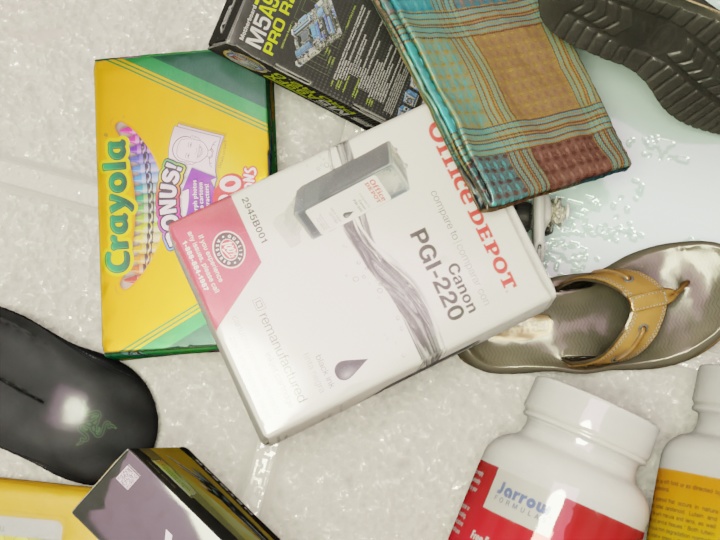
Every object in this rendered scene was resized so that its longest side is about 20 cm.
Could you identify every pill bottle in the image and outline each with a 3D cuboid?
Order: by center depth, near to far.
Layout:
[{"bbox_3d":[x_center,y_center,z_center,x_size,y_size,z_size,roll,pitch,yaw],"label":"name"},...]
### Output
[{"bbox_3d":[0.233,0.165,0.819,0.110,0.111,0.202,11,84,6],"label":"pill bottle"},{"bbox_3d":[0.111,0.175,0.828,0.111,0.112,0.202,22,85,7],"label":"pill bottle"}]

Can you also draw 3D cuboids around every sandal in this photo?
[{"bbox_3d":[0.157,0.026,0.872,0.198,0.055,0.083,-6,82,4],"label":"sandal"}]

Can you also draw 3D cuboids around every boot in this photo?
[{"bbox_3d":[0.204,-0.185,0.891,0.199,0.139,0.077,30,130,-24],"label":"boot"}]

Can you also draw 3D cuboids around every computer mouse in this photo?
[{"bbox_3d":[-0.234,0.084,0.898,0.198,0.053,0.140,20,84,7],"label":"computer mouse"}]

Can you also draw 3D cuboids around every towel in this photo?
[{"bbox_3d":[0.082,-0.140,0.825,0.146,0.022,0.201,-18,77,-39],"label":"towel"}]

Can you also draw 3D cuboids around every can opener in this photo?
[{"bbox_3d":[0.110,-0.101,0.893,0.066,0.053,0.202,4,83,4],"label":"can opener"}]

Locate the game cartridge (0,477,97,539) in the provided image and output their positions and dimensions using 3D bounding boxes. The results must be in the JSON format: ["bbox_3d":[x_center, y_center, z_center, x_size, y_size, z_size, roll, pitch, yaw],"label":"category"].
[{"bbox_3d":[-0.273,0.227,0.893,0.198,0.032,0.178,4,83,4],"label":"game cartridge"}]

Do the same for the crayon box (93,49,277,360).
[{"bbox_3d":[-0.115,-0.044,0.901,0.117,0.058,0.202,-4,82,3],"label":"crayon box"}]

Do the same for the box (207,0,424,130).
[{"bbox_3d":[0.009,-0.205,0.884,0.159,0.044,0.202,24,84,-23],"label":"box"}]

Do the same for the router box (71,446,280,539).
[{"bbox_3d":[-0.071,0.194,0.818,0.200,0.157,0.052,43,88,8],"label":"router box"}]

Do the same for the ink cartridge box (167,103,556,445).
[{"bbox_3d":[0.000,0.000,0.824,0.199,0.085,0.147,-25,83,-9],"label":"ink cartridge box"}]
